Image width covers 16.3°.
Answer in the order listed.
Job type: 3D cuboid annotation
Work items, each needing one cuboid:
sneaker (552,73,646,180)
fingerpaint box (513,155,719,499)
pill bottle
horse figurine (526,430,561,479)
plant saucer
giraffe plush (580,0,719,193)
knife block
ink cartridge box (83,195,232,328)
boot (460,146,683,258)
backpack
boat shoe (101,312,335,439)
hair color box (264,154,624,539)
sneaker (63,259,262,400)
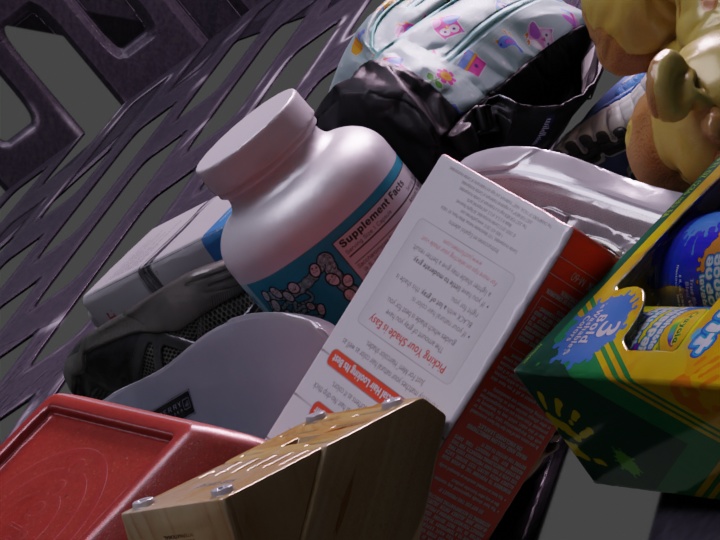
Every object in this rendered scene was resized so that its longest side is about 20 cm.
[{"bbox_3d":[0.189,-0.104,1.455,0.200,0.079,0.089,-31,18,35],"label":"sneaker"},{"bbox_3d":[0.187,0.003,1.071,0.200,0.073,0.167,-44,19,-20],"label":"fingerpaint box"},{"bbox_3d":[0.000,0.000,1.360,0.111,0.200,0.111,-38,12,10],"label":"pill bottle"},{"bbox_3d":[0.034,0.099,1.259,0.200,0.050,0.133,-28,22,27],"label":"horse figurine"},{"bbox_3d":[-0.158,0.133,1.211,0.200,0.037,0.200,-47,26,-21],"label":"plant saucer"},{"bbox_3d":[0.191,-0.094,1.248,0.200,0.172,0.163,105,180,-55],"label":"giraffe plush"},{"bbox_3d":[-0.024,0.164,1.061,0.064,0.176,0.200,-11,8,41],"label":"knife block"},{"bbox_3d":[-0.060,0.026,1.570,0.200,0.145,0.084,-23,20,52],"label":"ink cartridge box"},{"bbox_3d":[0.102,0.003,1.221,0.200,0.074,0.096,13,55,41],"label":"boot"},{"bbox_3d":[0.057,-0.102,1.470,0.200,0.127,0.167,-43,-11,-38],"label":"backpack"},{"bbox_3d":[-0.062,0.073,1.343,0.068,0.074,0.199,-3,-21,-46],"label":"boat shoe"},{"bbox_3d":[0.033,0.059,1.168,0.200,0.064,0.111,-57,38,1],"label":"hair color box"},{"bbox_3d":[-0.106,0.071,1.505,0.076,0.115,0.199,-19,-6,-42],"label":"sneaker"}]
